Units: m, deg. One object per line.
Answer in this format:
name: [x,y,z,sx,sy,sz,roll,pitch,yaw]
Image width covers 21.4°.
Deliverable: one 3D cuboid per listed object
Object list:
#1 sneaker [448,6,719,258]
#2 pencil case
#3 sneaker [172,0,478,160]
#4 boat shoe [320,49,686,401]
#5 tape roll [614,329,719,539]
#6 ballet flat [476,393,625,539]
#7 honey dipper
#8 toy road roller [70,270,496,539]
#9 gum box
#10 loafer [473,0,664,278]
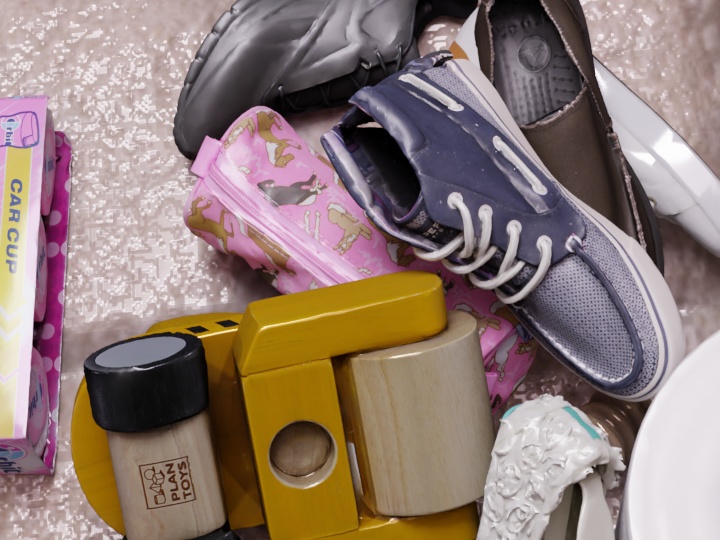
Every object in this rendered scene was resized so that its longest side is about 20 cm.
sneaker: [0.122,-0.060,1.016,0.200,0.073,0.085,45,97,20]
pencil case: [0.000,0.000,0.980,0.199,0.087,0.083,38,60,16]
sneaker: [-0.017,-0.123,1.043,0.200,0.076,0.091,-42,78,-9]
boat shoe: [0.062,-0.012,0.890,0.200,0.075,0.092,50,37,15]
tape roll: [0.218,0.130,0.887,0.200,0.139,0.205,-1,68,3]
ballet flat: [0.080,0.158,0.871,0.071,0.072,0.202,8,106,8]
honey dipper: [0.073,0.125,0.923,0.038,0.038,0.200,39,59,17]
toy road roller: [-0.041,0.069,0.921,0.198,0.146,0.124,-11,104,-4]
gum box: [-0.218,0.004,1.008,0.112,0.066,0.202,-2,68,4]
loafer: [0.093,-0.058,0.949,0.072,0.071,0.202,-21,78,17]
